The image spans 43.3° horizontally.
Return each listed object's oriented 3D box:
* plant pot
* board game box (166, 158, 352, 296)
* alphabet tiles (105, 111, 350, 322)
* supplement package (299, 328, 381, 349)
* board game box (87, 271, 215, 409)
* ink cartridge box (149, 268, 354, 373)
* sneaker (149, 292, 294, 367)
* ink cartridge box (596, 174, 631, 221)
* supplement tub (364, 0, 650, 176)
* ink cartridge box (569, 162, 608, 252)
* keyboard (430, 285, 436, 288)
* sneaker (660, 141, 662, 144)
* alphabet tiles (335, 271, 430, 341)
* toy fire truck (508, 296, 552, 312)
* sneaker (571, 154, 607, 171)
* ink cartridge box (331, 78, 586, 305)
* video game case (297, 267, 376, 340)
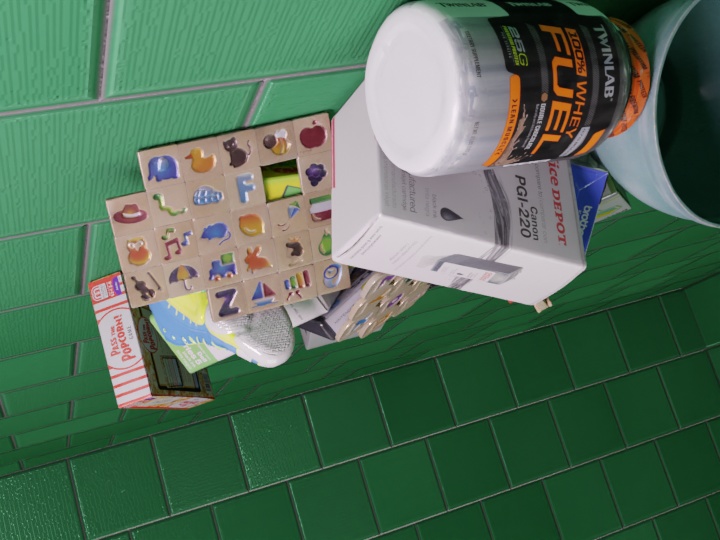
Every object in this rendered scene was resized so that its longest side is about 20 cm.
[{"bbox_3d":[0.279,-0.143,0.802,0.199,0.202,0.134,-11,-167,-29],"label":"plant pot"},{"bbox_3d":[-0.076,-0.047,0.833,0.198,0.102,0.048,-10,-152,-17],"label":"board game box"},{"bbox_3d":[-0.111,-0.037,0.789,0.198,0.168,0.008,-14,-154,-15],"label":"alphabet tiles"},{"bbox_3d":[-0.030,0.023,1.216,0.116,0.118,0.200,-16,167,-9],"label":"supplement package"},{"bbox_3d":[-0.253,0.092,1.125,0.046,0.153,0.200,-19,167,8],"label":"board game box"},{"bbox_3d":[-0.110,0.013,0.998,0.199,0.084,0.146,-24,-161,28],"label":"ink cartridge box"},{"bbox_3d":[-0.142,0.045,0.890,0.075,0.200,0.106,-27,147,-37],"label":"sneaker"},{"bbox_3d":[0.324,-0.102,1.301,0.103,0.060,0.200,-22,167,20],"label":"ink cartridge box"},{"bbox_3d":[0.114,-0.140,0.681,0.199,0.123,0.122,-11,167,-31],"label":"supplement tub"},{"bbox_3d":[0.208,-0.055,0.903,0.044,0.095,0.200,16,-172,10],"label":"ink cartridge box"},{"bbox_3d":[0.104,0.002,1.166,0.126,0.021,0.199,-4,163,-42],"label":"keyboard"},{"bbox_3d":[0.257,-0.129,0.913,0.198,0.132,0.080,-13,169,-19],"label":"sneaker"},{"bbox_3d":[0.058,-0.005,0.897,0.195,0.015,0.200,-31,162,-34],"label":"alphabet tiles"},{"bbox_3d":[0.181,-0.003,1.009,0.049,0.142,0.200,-30,142,12],"label":"toy fire truck"},{"bbox_3d":[0.266,-0.139,1.036,0.199,0.077,0.080,-5,172,-41],"label":"sneaker"},{"bbox_3d":[0.081,-0.066,0.762,0.199,0.147,0.085,13,149,-26],"label":"ink cartridge box"},{"bbox_3d":[0.000,0.000,1.020,0.181,0.026,0.200,-42,-166,-12],"label":"video game case"}]
